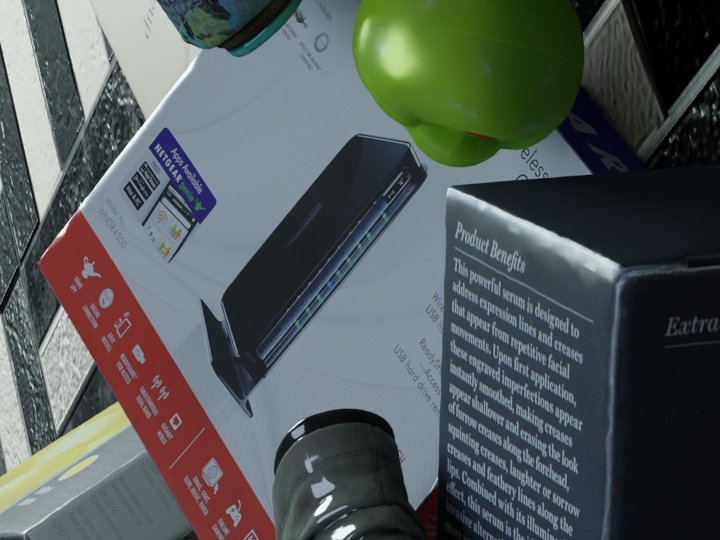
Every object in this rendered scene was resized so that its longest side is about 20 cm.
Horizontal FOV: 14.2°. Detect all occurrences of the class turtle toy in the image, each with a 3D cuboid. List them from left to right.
[{"bbox_3d":[0.031,-0.126,0.858,0.101,0.146,0.200,-50,36,45],"label":"turtle toy"}]

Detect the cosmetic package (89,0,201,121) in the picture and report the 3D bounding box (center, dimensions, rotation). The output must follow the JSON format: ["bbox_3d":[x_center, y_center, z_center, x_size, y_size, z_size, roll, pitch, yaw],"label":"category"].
[{"bbox_3d":[-0.051,-0.114,1.139,0.200,0.073,0.104,-118,34,-49],"label":"cosmetic package"}]

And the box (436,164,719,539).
[{"bbox_3d":[0.107,0.077,0.793,0.107,0.148,0.200,-150,59,-63],"label":"box"}]

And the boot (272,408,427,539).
[{"bbox_3d":[-0.004,0.149,0.816,0.131,0.068,0.200,-120,41,-55],"label":"boot"}]

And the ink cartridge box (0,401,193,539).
[{"bbox_3d":[-0.072,0.068,1.155,0.047,0.200,0.198,57,157,-6],"label":"ink cartridge box"}]

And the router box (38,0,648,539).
[{"bbox_3d":[0.000,0.000,0.926,0.180,0.049,0.200,-51,48,18],"label":"router box"}]

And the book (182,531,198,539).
[{"bbox_3d":[-0.033,0.208,1.184,0.048,0.134,0.200,-34,58,30],"label":"book"}]

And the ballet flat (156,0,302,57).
[{"bbox_3d":[-0.045,-0.138,0.945,0.200,0.074,0.074,-93,9,-65],"label":"ballet flat"}]
